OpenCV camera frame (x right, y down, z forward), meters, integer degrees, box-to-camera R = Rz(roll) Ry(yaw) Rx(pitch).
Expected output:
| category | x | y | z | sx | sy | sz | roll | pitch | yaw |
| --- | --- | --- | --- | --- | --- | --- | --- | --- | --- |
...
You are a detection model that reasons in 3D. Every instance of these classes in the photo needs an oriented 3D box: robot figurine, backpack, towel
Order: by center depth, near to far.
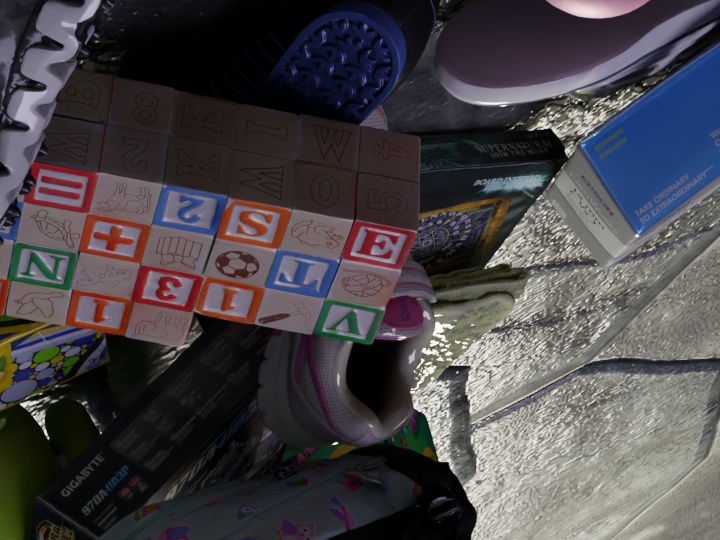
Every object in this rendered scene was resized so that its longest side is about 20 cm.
| category | x | y | z | sx | sy | sz | roll | pitch | yaw |
| --- | --- | --- | --- | --- | --- | --- | --- | --- | --- |
| backpack | -0.044 | 0.176 | 1.031 | 0.200 | 0.127 | 0.167 | -12 | 110 | -47 |
| robot figurine | -0.217 | 0.136 | 1.124 | 0.175 | 0.116 | 0.200 | -20 | 153 | -13 |
| towel | 0.002 | 0.054 | 1.265 | 0.148 | 0.037 | 0.200 | -9 | 160 | -33 |

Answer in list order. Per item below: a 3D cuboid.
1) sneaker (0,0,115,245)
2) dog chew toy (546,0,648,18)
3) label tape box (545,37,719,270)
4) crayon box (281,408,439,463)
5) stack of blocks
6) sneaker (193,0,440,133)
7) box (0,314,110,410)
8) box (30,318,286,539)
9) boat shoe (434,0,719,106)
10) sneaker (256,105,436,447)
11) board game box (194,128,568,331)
| category | x | y | z | sx | sy | sz | roll | pitch | yaw |
| --- | --- | --- | --- | --- | --- | --- | --- | --- | --- |
| sneaker | -0.167 | -0.067 | 0.830 | 0.200 | 0.090 | 0.066 | -62 | -174 | 15 |
| dog chew toy | 0.119 | -0.182 | 0.927 | 0.124 | 0.125 | 0.200 | -24 | 161 | -15 |
| label tape box | 0.188 | -0.077 | 1.164 | 0.143 | 0.066 | 0.200 | -36 | 176 | -6 |
| crayon box | -0.059 | 0.139 | 1.303 | 0.200 | 0.058 | 0.119 | -20 | 163 | 12 |
| stack of blocks | -0.083 | -0.022 | 0.945 | 0.200 | 0.059 | 0.115 | 10 | 141 | -9 |
| sneaker | -0.035 | -0.080 | 0.994 | 0.200 | 0.070 | 0.078 | -32 | -166 | 39 |
| box | -0.228 | 0.046 | 1.012 | 0.200 | 0.064 | 0.070 | -25 | 154 | -14 |
| box | -0.103 | 0.115 | 1.125 | 0.200 | 0.046 | 0.159 | -47 | 163 | -37 |
| boat shoe | 0.123 | -0.123 | 1.094 | 0.200 | 0.072 | 0.066 | -28 | 151 | -26 |
| sneaker | 0.000 | 0.000 | 1.053 | 0.081 | 0.088 | 0.200 | -13 | 107 | -37 |
| board game box | 0.012 | -0.025 | 1.189 | 0.200 | 0.028 | 0.135 | -7 | 145 | -41 |
